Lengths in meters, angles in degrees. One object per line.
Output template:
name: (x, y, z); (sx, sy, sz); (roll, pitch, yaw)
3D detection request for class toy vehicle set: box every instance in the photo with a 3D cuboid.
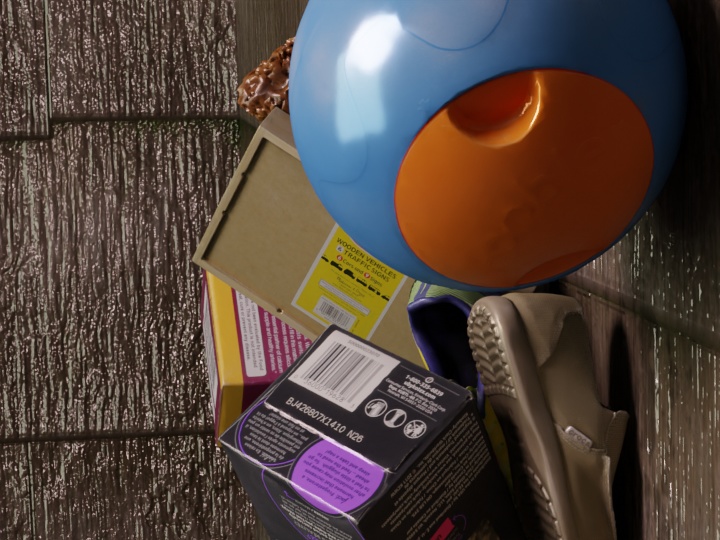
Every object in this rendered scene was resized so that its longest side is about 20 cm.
toy vehicle set: (0.000, 0.000, 1.228); (0.124, 0.200, 0.027); (-58, -3, 39)

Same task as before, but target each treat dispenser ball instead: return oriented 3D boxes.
treat dispenser ball: (0.064, -0.090, 0.969); (0.201, 0.200, 0.202); (177, 90, -81)

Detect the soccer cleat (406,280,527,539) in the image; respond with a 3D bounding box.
soccer cleat: (0.078, 0.091, 1.156); (0.084, 0.065, 0.201); (-34, -77, -59)

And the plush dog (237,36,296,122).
plush dog: (0.017, -0.107, 1.259); (0.160, 0.200, 0.172); (18, 139, 46)

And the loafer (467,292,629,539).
loafer: (0.122, 0.103, 1.100); (0.076, 0.068, 0.201); (-154, 46, -71)

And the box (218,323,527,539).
box: (0.018, 0.149, 1.154); (0.122, 0.106, 0.200); (26, 150, 38)

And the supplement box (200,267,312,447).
supplement box: (-0.023, 0.056, 1.548); (0.103, 0.199, 0.131); (100, 165, -55)

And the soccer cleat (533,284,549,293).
soccer cleat: (0.078, -0.007, 1.300); (0.200, 0.073, 0.068); (-109, 19, -56)
